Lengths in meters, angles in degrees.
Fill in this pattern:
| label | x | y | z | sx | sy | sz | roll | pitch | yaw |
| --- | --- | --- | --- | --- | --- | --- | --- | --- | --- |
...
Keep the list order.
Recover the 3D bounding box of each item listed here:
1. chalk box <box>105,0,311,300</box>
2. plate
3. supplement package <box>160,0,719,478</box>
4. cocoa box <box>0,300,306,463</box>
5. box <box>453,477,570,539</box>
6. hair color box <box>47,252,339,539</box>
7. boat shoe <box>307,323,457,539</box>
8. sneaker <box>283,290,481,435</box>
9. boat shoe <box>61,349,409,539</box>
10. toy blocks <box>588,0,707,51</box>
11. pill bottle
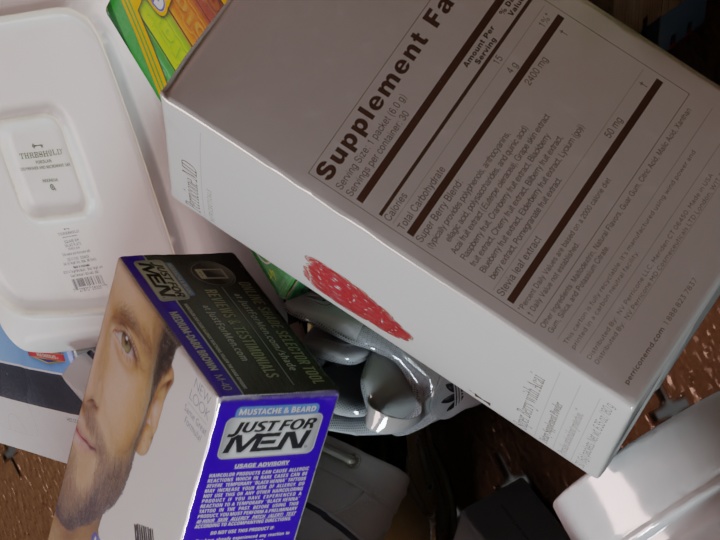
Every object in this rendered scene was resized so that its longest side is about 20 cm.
| label | x | y | z | sx | sy | sz | roll | pitch | yaw |
| --- | --- | --- | --- | --- | --- | --- | --- | --- | --- |
| chalk box | 0.002 | -0.076 | 1.232 | 0.201 | 0.124 | 0.125 | 58 | 154 | 14 |
| plate | -0.137 | -0.053 | 1.376 | 0.199 | 0.032 | 0.201 | -5 | 109 | 45 |
| supplement package | 0.041 | -0.036 | 1.082 | 0.199 | 0.120 | 0.121 | 33 | 166 | 8 |
| cocoa box | -0.139 | 0.014 | 1.568 | 0.200 | 0.133 | 0.132 | 8 | 118 | 60 |
| box | 0.091 | 0.216 | 1.423 | 0.156 | 0.041 | 0.200 | 52 | 153 | 26 |
| hair color box | -0.081 | 0.105 | 1.287 | 0.109 | 0.064 | 0.201 | 50 | 131 | 46 |
| boat shoe | 0.004 | 0.097 | 1.415 | 0.076 | 0.071 | 0.201 | -87 | -13 | -62 |
| sneaker | 0.000 | 0.000 | 1.314 | 0.200 | 0.115 | 0.075 | 42 | 146 | 39 |
| boat shoe | -0.058 | 0.075 | 1.379 | 0.200 | 0.066 | 0.072 | 28 | 167 | 43 |
| toy blocks | 0.063 | -0.145 | 1.109 | 0.200 | 0.100 | 0.137 | 46 | 161 | 24 |
| pill bottle | 0.164 | 0.150 | 1.137 | 0.201 | 0.113 | 0.114 | 59 | 154 | 11 |
